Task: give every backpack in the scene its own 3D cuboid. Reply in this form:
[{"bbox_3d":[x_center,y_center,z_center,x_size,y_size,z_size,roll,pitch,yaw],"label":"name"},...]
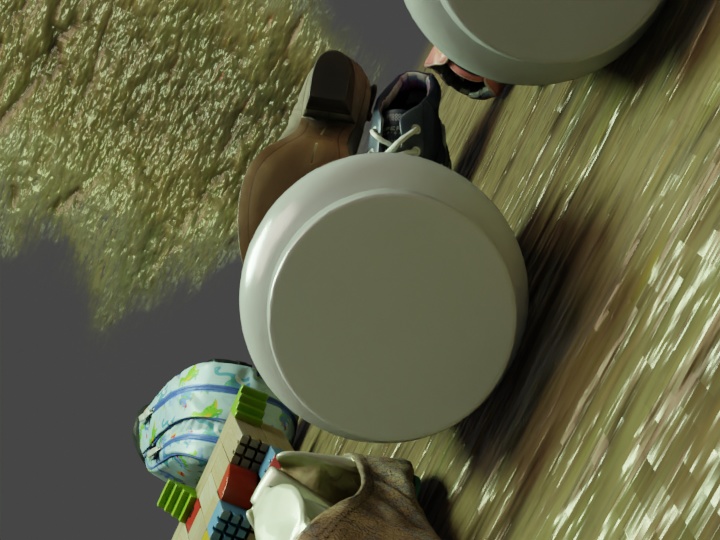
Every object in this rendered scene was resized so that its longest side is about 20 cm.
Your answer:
[{"bbox_3d":[-0.137,0.164,1.246,0.200,0.163,0.154,-51,20,43],"label":"backpack"}]

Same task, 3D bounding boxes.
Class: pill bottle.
[{"bbox_3d":[0.072,-0.142,0.531,0.120,0.119,0.200,-64,4,13],"label":"pill bottle"},{"bbox_3d":[0.007,0.008,0.510,0.200,0.112,0.112,-110,46,-85],"label":"pill bottle"}]

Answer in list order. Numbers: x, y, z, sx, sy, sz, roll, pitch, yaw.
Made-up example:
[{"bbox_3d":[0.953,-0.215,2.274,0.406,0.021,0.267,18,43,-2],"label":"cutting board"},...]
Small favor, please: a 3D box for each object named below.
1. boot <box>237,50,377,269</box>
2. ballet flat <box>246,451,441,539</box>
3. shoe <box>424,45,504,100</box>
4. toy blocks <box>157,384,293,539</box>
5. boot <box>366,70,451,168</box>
[{"bbox_3d":[-0.037,-0.070,0.932,0.146,0.070,0.200,91,-160,-78],"label":"boot"},{"bbox_3d":[-0.009,0.099,0.481,0.068,0.067,0.200,-64,4,-7],"label":"ballet flat"},{"bbox_3d":[0.093,-0.176,0.854,0.200,0.071,0.091,68,-135,-87],"label":"shoe"},{"bbox_3d":[-0.106,0.208,1.009,0.200,0.100,0.137,-65,16,2],"label":"toy blocks"},{"bbox_3d":[0.019,-0.063,0.876,0.200,0.073,0.090,-69,-23,-54],"label":"boot"}]
